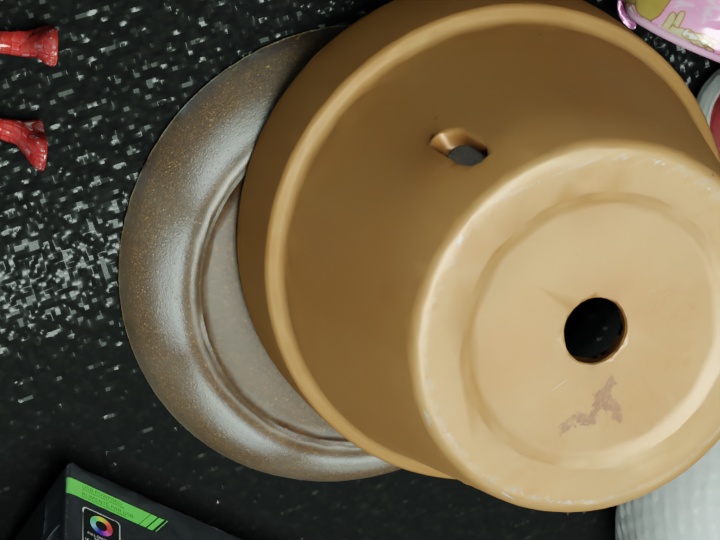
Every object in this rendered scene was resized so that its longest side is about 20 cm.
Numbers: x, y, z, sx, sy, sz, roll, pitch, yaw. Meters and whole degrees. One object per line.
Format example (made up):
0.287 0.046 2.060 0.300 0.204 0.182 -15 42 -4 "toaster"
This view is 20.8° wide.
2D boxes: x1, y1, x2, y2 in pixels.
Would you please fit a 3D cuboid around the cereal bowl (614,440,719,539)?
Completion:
0.218 0.117 0.860 0.199 0.083 0.201 -9 127 -11 "cereal bowl"

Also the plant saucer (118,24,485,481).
0.000 0.000 0.816 0.199 0.032 0.201 -5 109 -14 "plant saucer"

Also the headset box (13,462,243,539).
-0.064 0.191 0.773 0.174 0.200 0.093 28 114 -22 "headset box"

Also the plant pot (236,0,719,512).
0.065 0.000 0.743 0.199 0.140 0.201 -5 108 -15 "plant pot"

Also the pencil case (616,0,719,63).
0.164 -0.176 0.759 0.083 0.086 0.201 -11 128 -43 "pencil case"

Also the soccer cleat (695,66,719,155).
0.209 0.000 0.855 0.068 0.073 0.201 -33 113 -5 "soccer cleat"

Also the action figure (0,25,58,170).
-0.213 -0.074 0.720 0.199 0.052 0.066 4 110 -16 "action figure"
